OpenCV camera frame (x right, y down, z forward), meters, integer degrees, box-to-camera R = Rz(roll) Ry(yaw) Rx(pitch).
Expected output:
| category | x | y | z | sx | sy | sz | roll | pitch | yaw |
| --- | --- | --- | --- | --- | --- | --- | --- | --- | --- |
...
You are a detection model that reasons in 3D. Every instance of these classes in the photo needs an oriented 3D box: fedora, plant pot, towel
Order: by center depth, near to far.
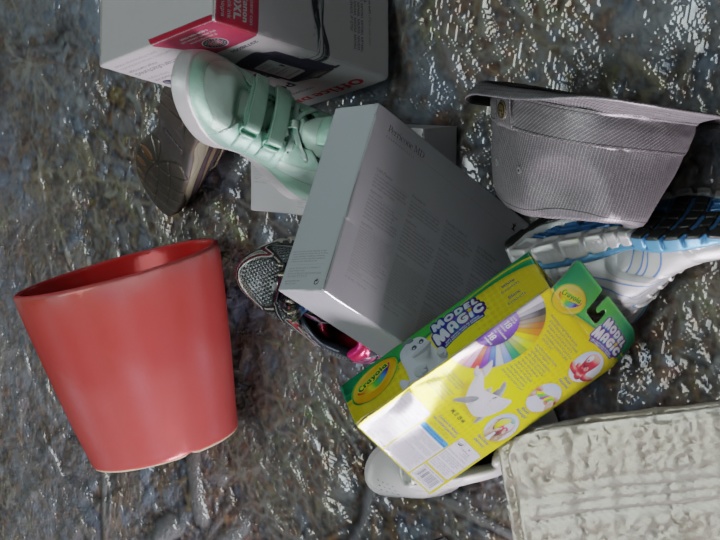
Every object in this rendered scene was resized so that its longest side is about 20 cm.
| category | x | y | z | sx | sy | sz | roll | pitch | yaw |
| --- | --- | --- | --- | --- | --- | --- | --- | --- | --- |
| fedora | 0.160 | -0.079 | 1.186 | 0.200 | 0.176 | 0.091 | 20 | 103 | 56 |
| towel | 0.205 | 0.172 | 1.247 | 0.199 | 0.034 | 0.133 | -9 | 92 | 20 |
| plant pot | -0.203 | 0.080 | 1.554 | 0.200 | 0.200 | 0.178 | -8 | 101 | 43 |

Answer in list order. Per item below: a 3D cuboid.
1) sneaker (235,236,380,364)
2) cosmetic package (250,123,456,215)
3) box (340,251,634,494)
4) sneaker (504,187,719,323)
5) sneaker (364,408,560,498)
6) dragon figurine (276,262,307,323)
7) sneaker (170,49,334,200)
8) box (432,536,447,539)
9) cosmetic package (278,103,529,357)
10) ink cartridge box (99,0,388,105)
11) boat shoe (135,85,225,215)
| category | x | y | z | sx | sy | sz | roll | pitch | yaw |
| --- | --- | --- | --- | --- | --- | --- | --- | --- | --- |
| sneaker | -0.038 | 0.024 | 1.458 | 0.200 | 0.074 | 0.081 | 21 | 110 | 39 |
| cosmetic package | -0.008 | -0.087 | 1.430 | 0.199 | 0.051 | 0.083 | 8 | 104 | 41 |
| box | 0.097 | 0.070 | 1.234 | 0.200 | 0.117 | 0.048 | -34 | 44 | 10 |
| sneaker | 0.208 | -0.004 | 1.244 | 0.199 | 0.075 | 0.087 | -7 | 115 | 41 |
| sneaker | 0.069 | 0.147 | 1.370 | 0.200 | 0.087 | 0.075 | -25 | 81 | 43 |
| dragon figurine | 0.000 | 0.000 | 1.355 | 0.099 | 0.200 | 0.059 | -8 | 98 | 28 |
| sneaker | -0.053 | -0.122 | 1.318 | 0.118 | 0.200 | 0.074 | -6 | 64 | 35 |
| box | 0.038 | 0.339 | 1.444 | 0.117 | 0.060 | 0.200 | 52 | 127 | 24 |
| cosmetic package | 0.038 | -0.011 | 1.266 | 0.052 | 0.200 | 0.151 | 1 | 65 | 43 |
| ink cartridge box | -0.092 | -0.200 | 1.380 | 0.144 | 0.200 | 0.085 | -13 | 73 | 42 |
| boat shoe | -0.150 | -0.117 | 1.544 | 0.075 | 0.073 | 0.200 | 56 | 149 | 11 |
